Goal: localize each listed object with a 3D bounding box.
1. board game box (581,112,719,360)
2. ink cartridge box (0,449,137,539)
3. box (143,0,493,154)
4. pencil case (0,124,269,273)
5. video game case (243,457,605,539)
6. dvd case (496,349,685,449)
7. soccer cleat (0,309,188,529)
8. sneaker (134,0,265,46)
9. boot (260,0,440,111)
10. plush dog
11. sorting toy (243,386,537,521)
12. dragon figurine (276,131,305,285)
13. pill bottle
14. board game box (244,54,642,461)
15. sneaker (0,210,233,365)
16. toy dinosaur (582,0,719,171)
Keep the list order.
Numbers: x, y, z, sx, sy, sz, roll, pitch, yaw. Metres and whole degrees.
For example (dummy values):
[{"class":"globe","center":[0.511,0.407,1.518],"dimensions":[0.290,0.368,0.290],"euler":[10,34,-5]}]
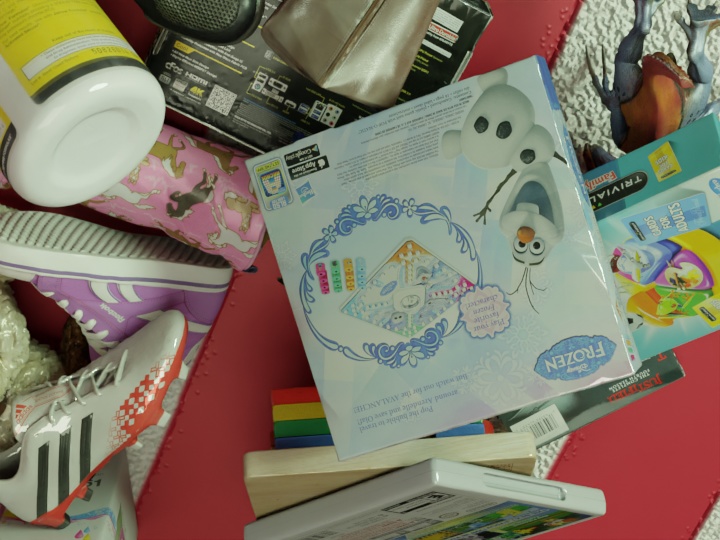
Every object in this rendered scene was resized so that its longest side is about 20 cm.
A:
[{"class":"board game box","center":[0.177,-0.004,1.048],"dimensions":[0.199,0.047,0.151],"euler":[-25,136,25]},{"class":"ink cartridge box","center":[-0.248,0.217,1.173],"dimensions":[0.143,0.200,0.086],"euler":[-5,111,1]},{"class":"box","center":[-0.033,-0.154,1.090],"dimensions":[0.198,0.049,0.161],"euler":[24,109,-11]},{"class":"pencil case","center":[-0.153,-0.066,1.109],"dimensions":[0.198,0.083,0.087],"euler":[20,116,-11]},{"class":"video game case","center":[0.046,0.180,1.153],"dimensions":[0.181,0.022,0.199],"euler":[16,149,-41]},{"class":"dvd case","center":[0.137,0.030,1.192],"dimensions":[0.145,0.022,0.201],"euler":[-28,111,11]},{"class":"soccer cleat","center":[-0.193,0.097,1.098],"dimensions":[0.085,0.069,0.200],"euler":[31,115,-24]},{"class":"sneaker","center":[-0.153,-0.209,0.998],"dimensions":[0.199,0.114,0.076],"euler":[43,110,2]},{"class":"boot","center":[0.055,-0.169,1.019],"dimensions":[0.185,0.064,0.201],"euler":[30,71,-1]},{"class":"plush dog","center":[-0.279,0.075,1.151],"dimensions":[0.199,0.161,0.172],"euler":[-36,135,15]},{"class":"sorting toy","center":[0.019,0.137,1.165],"dimensions":[0.197,0.070,0.199],"euler":[-4,158,-1]},{"class":"dragon figurine","center":[0.000,0.000,1.070],"dimensions":[0.200,0.059,0.100],"euler":[50,151,15]},{"class":"pill bottle","center":[-0.219,-0.146,1.012],"dimensions":[0.112,0.112,0.200],"euler":[-46,66,18]},{"class":"board game box","center":[0.050,-0.005,0.991],"dimensions":[0.198,0.043,0.201],"euler":[-18,88,17]},{"class":"sneaker","center":[-0.187,0.029,1.115],"dimensions":[0.199,0.073,0.115],"euler":[13,109,-37]},{"class":"toy dinosaur","center":[0.182,-0.103,1.063],"dimensions":[0.104,0.200,0.183],"euler":[20,127,17]}]
